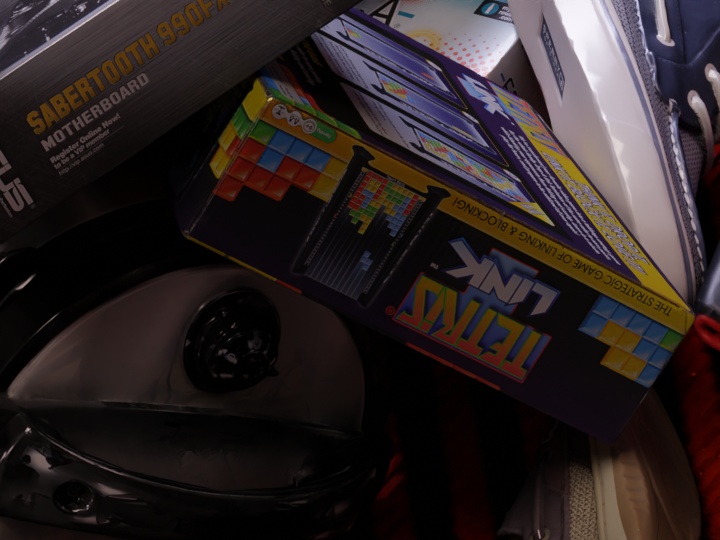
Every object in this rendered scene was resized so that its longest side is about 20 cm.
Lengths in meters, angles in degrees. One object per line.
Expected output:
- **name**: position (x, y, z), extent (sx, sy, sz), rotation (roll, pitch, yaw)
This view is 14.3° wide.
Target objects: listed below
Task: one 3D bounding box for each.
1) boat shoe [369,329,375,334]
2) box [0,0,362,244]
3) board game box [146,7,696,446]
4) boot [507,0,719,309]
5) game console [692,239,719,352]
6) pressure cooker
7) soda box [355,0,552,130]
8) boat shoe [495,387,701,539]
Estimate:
- **boat shoe**: position (0.000, 0.000, 1.099), extent (0.200, 0.073, 0.063), rotation (30, 106, 34)
- **box**: position (-0.089, -0.097, 0.931), extent (0.158, 0.048, 0.200), rotation (-35, 27, -6)
- **board game box**: position (0.006, -0.036, 0.968), extent (0.057, 0.165, 0.200), rotation (-57, 23, 13)
- **boot**: position (0.117, -0.067, 1.051), extent (0.090, 0.073, 0.201), rotation (-7, 58, -11)
- **game console**: position (0.227, -0.025, 1.010), extent (0.176, 0.031, 0.200), rotation (16, 53, 16)
- **pressure cooker**: position (-0.093, 0.032, 1.000), extent (0.176, 0.179, 0.200), rotation (-31, 43, -13)
- **soda box**: position (-0.015, -0.086, 1.170), extent (0.199, 0.064, 0.068), rotation (19, 55, 34)
- **boat shoe**: position (0.077, 0.090, 0.954), extent (0.065, 0.072, 0.200), rotation (-28, 35, 16)
